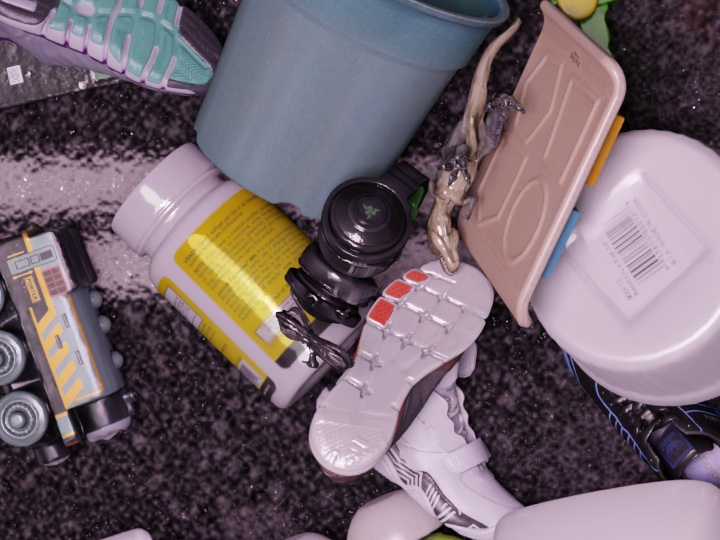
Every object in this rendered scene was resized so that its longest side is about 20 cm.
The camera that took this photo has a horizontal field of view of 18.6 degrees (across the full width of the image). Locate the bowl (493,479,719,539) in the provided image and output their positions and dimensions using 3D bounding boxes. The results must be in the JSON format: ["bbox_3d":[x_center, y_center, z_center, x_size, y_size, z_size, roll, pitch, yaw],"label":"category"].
[{"bbox_3d":[0.205,0.265,1.653,0.199,0.075,0.201,-12,119,23],"label":"bowl"}]

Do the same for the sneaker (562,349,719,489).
[{"bbox_3d":[0.228,0.109,1.666,0.200,0.078,0.070,43,105,6],"label":"sneaker"}]

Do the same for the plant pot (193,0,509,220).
[{"bbox_3d":[-0.021,-0.157,1.649,0.200,0.200,0.197,33,112,9],"label":"plant pot"}]

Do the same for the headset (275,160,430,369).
[{"bbox_3d":[0.000,0.000,1.601,0.094,0.200,0.124,37,129,9],"label":"headset"}]

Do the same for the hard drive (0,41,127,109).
[{"bbox_3d":[-0.272,-0.206,1.780,0.199,0.038,0.140,-12,94,17],"label":"hard drive"}]

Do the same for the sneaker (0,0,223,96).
[{"bbox_3d":[-0.203,-0.183,1.724,0.199,0.088,0.075,23,68,-8],"label":"sneaker"}]

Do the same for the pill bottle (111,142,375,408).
[{"bbox_3d":[-0.093,0.001,1.720,0.200,0.114,0.114,44,105,5],"label":"pill bottle"}]

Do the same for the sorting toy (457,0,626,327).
[{"bbox_3d":[0.133,-0.078,1.583,0.036,0.185,0.201,15,107,-16],"label":"sorting toy"}]

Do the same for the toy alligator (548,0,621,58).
[{"bbox_3d":[0.142,-0.246,1.653,0.054,0.059,0.200,-38,87,3],"label":"toy alligator"}]

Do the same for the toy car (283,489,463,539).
[{"bbox_3d":[0.014,0.277,1.696,0.199,0.150,0.176,-24,90,0],"label":"toy car"}]

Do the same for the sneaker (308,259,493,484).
[{"bbox_3d":[0.025,0.077,1.648,0.077,0.082,0.200,36,69,12],"label":"sneaker"}]

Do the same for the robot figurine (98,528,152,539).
[{"bbox_3d":[-0.173,0.285,1.777,0.199,0.113,0.170,-15,117,16],"label":"robot figurine"}]

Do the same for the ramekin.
[{"bbox_3d":[0.216,-0.007,1.610,0.200,0.098,0.202,-6,76,24],"label":"ramekin"}]

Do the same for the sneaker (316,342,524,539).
[{"bbox_3d":[0.070,0.121,1.711,0.200,0.075,0.115,37,107,11],"label":"sneaker"}]

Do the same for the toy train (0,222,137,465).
[{"bbox_3d":[-0.258,0.056,1.791,0.113,0.085,0.201,-20,92,7],"label":"toy train"}]

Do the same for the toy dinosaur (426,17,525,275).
[{"bbox_3d":[0.084,-0.096,1.615,0.047,0.088,0.201,19,90,-6],"label":"toy dinosaur"}]
